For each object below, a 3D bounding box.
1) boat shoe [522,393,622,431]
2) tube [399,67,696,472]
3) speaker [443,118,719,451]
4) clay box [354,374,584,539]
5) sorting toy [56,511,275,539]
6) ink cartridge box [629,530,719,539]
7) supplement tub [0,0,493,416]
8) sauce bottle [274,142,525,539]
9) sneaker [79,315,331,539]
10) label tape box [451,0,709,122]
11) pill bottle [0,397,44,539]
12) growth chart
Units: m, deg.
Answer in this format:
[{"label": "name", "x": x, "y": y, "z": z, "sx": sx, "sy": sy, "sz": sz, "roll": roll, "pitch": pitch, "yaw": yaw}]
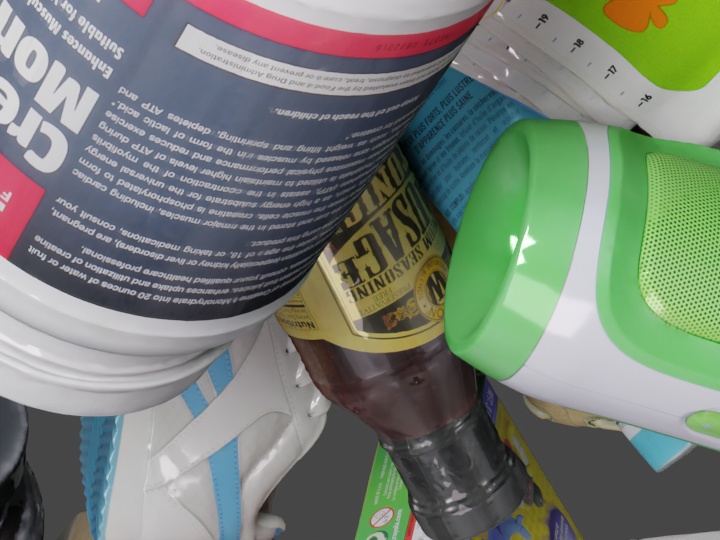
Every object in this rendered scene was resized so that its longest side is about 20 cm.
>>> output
[{"label": "boat shoe", "x": 0.149, "y": 0.034, "z": 0.980, "sx": 0.199, "sy": 0.073, "sz": 0.063, "roll": 3, "pitch": 139, "yaw": 16}, {"label": "tube", "x": 0.054, "y": -0.027, "z": 0.934, "sx": 0.200, "sy": 0.050, "sz": 0.077, "roll": 52, "pitch": 124, "yaw": 7}, {"label": "speaker", "x": 0.130, "y": 0.017, "z": 0.863, "sx": 0.199, "sy": 0.089, "sz": 0.089, "roll": 17, "pitch": 133, "yaw": -13}, {"label": "clay box", "x": 0.064, "y": 0.152, "z": 1.072, "sx": 0.047, "sy": 0.115, "sz": 0.200, "roll": -17, "pitch": 124, "yaw": 25}, {"label": "sorting toy", "x": -0.034, "y": 0.185, "z": 1.077, "sx": 0.198, "sy": 0.200, "sz": 0.070, "roll": 31, "pitch": 121, "yaw": -12}, {"label": "ink cartridge box", "x": 0.144, "y": 0.213, "z": 1.047, "sx": 0.084, "sy": 0.201, "sz": 0.147, "roll": -8, "pitch": 128, "yaw": 19}, {"label": "supplement tub", "x": -0.052, "y": -0.067, "z": 0.790, "sx": 0.140, "sy": 0.141, "sz": 0.200, "roll": 28, "pitch": 131, "yaw": -9}, {"label": "sauce bottle", "x": 0.000, "y": 0.000, "z": 0.945, "sx": 0.066, "sy": 0.066, "sz": 0.201, "roll": -15, "pitch": 119, "yaw": 26}, {"label": "sneaker", "x": -0.050, "y": 0.020, "z": 1.029, "sx": 0.080, "sy": 0.077, "sz": 0.201, "roll": 1, "pitch": 130, "yaw": -16}, {"label": "label tape box", "x": 0.065, "y": -0.150, "z": 0.846, "sx": 0.144, "sy": 0.063, "sz": 0.200, "roll": 29, "pitch": 133, "yaw": -9}, {"label": "pill bottle", "x": -0.183, "y": 0.120, "z": 1.111, "sx": 0.111, "sy": 0.112, "sz": 0.201, "roll": 17, "pitch": 135, "yaw": 1}, {"label": "growth chart", "x": 0.048, "y": -0.102, "z": 0.841, "sx": 0.199, "sy": 0.018, "sz": 0.145, "roll": 24, "pitch": 133, "yaw": -7}]
